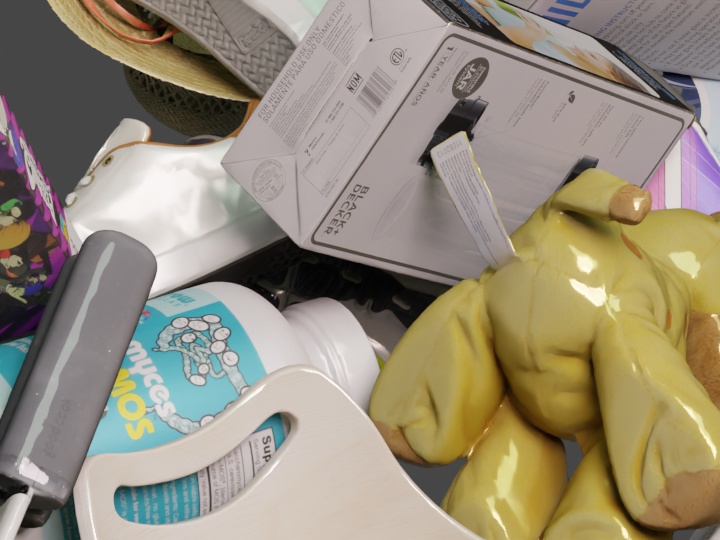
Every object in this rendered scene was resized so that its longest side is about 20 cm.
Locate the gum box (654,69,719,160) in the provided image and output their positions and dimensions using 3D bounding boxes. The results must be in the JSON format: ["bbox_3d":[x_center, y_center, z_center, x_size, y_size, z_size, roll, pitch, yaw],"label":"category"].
[{"bbox_3d":[0.105,-0.056,1.446,0.200,0.045,0.170,37,52,12],"label":"gum box"}]

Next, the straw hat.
[{"bbox_3d":[-0.065,-0.109,1.402,0.201,0.085,0.201,10,40,-9],"label":"straw hat"}]

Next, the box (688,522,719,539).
[{"bbox_3d":[0.259,0.123,1.258,0.199,0.131,0.200,37,71,6],"label":"box"}]

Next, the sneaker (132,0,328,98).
[{"bbox_3d":[-0.053,-0.163,1.342,0.200,0.074,0.118,44,52,16],"label":"sneaker"}]

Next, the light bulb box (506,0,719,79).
[{"bbox_3d":[0.165,-0.207,1.447,0.200,0.125,0.199,7,61,-25],"label":"light bulb box"}]

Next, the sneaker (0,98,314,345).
[{"bbox_3d":[-0.115,-0.013,1.297,0.200,0.073,0.085,-23,77,-9],"label":"sneaker"}]

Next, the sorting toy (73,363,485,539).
[{"bbox_3d":[-0.032,0.137,1.173,0.200,0.107,0.180,-23,90,-31],"label":"sorting toy"}]

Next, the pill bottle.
[{"bbox_3d":[-0.091,0.070,1.244,0.200,0.111,0.111,-17,61,-29],"label":"pill bottle"}]

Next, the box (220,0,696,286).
[{"bbox_3d":[0.046,-0.056,1.275,0.200,0.117,0.060,13,26,-52],"label":"box"}]

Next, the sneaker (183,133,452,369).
[{"bbox_3d":[0.000,0.000,1.366,0.200,0.078,0.080,31,32,1],"label":"sneaker"}]

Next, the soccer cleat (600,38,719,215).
[{"bbox_3d":[0.136,-0.029,1.368,0.073,0.068,0.200,-33,72,-28],"label":"soccer cleat"}]

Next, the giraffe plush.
[{"bbox_3d":[0.111,0.033,1.255,0.162,0.172,0.200,-10,90,-53],"label":"giraffe plush"}]

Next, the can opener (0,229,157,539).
[{"bbox_3d":[-0.141,0.068,1.128,0.067,0.053,0.200,26,62,-13],"label":"can opener"}]

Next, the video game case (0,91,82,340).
[{"bbox_3d":[-0.223,-0.012,1.175,0.200,0.181,0.036,-16,57,3],"label":"video game case"}]
